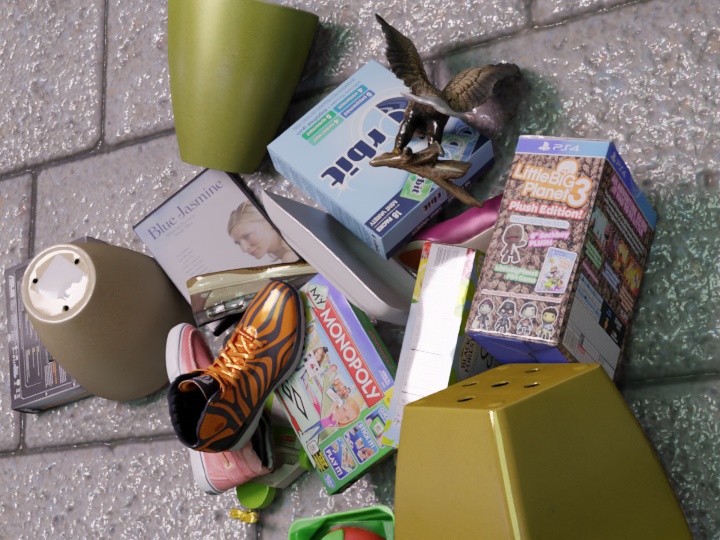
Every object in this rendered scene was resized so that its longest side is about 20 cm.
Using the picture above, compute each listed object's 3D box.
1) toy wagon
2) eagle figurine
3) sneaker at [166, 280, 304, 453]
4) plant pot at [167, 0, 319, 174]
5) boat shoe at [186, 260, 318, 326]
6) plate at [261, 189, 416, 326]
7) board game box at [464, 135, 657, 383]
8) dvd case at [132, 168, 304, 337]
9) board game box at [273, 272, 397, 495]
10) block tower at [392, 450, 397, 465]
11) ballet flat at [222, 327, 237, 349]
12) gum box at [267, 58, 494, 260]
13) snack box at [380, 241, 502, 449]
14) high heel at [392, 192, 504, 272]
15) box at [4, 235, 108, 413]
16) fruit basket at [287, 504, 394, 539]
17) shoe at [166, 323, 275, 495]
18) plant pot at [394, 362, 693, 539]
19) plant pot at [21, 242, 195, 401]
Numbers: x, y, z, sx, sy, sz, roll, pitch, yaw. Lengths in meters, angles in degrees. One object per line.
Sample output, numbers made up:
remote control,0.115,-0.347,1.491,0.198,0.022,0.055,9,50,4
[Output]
toy wagon,-0.110,0.191,1.383,0.153,0.039,0.204,6,83,34
eagle figurine,0.074,-0.184,1.252,0.149,0.152,0.203,-4,56,35
sneaker,-0.131,0.103,1.247,0.077,0.112,0.203,25,95,28
plant pot,-0.157,-0.225,1.445,0.185,0.186,0.204,16,100,34
boat shoe,-0.100,0.026,1.374,0.196,0.073,0.066,-7,91,3
plate,0.000,0.000,1.252,0.200,0.199,0.032,42,101,27
board game box,0.197,-0.001,1.139,0.096,0.159,0.203,7,71,33
dvd case,-0.175,-0.032,1.459,0.142,0.018,0.200,-39,59,-6
board game box,-0.028,0.117,1.271,0.134,0.029,0.202,-40,70,24
block tower,0.073,0.209,1.252,0.057,0.054,0.203,-23,68,27
ballet flat,-0.071,0.094,1.348,0.197,0.057,0.068,1,96,30
gum box,0.021,-0.129,1.329,0.169,0.045,0.200,-41,57,-15
snack box,0.107,0.089,1.189,0.067,0.168,0.203,7,82,35
high heel,0.125,-0.048,1.292,0.197,0.068,0.097,-3,49,35
box,-0.401,0.073,1.591,0.157,0.048,0.203,-19,69,26
fruit basket,-0.027,0.346,1.197,0.154,0.215,0.219,-15,71,28
shoe,-0.157,0.147,1.361,0.090,0.071,0.203,-22,72,24
plant pot,0.143,0.184,1.048,0.199,0.198,0.179,-7,98,56
plant pot,-0.319,0.042,1.425,0.184,0.200,0.191,-4,72,12
